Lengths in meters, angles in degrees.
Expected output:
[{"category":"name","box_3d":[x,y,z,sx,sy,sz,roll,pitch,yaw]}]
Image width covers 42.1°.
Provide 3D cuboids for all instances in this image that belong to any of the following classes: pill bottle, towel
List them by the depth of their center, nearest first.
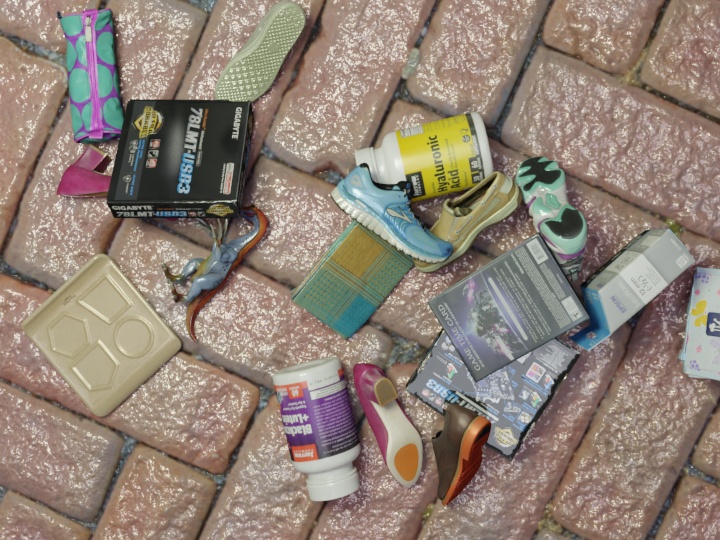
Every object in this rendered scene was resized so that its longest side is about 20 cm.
[{"category":"pill bottle","box_3d":[0.096,-0.164,1.422,0.197,0.111,0.113,-13,92,4]},{"category":"towel","box_3d":[0.000,0.000,1.441,0.200,0.022,0.146,-50,129,2]},{"category":"pill bottle","box_3d":[-0.062,0.245,1.446,0.110,0.111,0.203,-13,91,4]}]

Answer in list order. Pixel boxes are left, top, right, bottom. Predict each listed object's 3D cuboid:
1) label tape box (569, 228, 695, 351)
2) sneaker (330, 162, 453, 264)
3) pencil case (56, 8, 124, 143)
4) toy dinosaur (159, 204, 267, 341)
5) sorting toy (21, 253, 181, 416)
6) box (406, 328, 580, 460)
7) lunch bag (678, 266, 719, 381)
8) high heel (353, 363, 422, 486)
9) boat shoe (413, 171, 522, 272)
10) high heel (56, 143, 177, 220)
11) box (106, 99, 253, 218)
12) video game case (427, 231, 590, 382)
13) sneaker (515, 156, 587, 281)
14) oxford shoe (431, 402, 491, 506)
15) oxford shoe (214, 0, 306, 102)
[{"category":"label tape box","box_3d":[0.385,0.026,1.396,0.199,0.143,0.066,-40,90,4]},{"category":"sneaker","box_3d":[0.058,-0.082,1.355,0.199,0.078,0.090,33,96,-14]},{"category":"pencil case","box_3d":[-0.416,-0.301,1.454,0.084,0.092,0.203,-7,94,-13]},{"category":"toy dinosaur","box_3d":[-0.223,-0.020,1.482,0.180,0.105,0.202,-22,130,-10]},{"category":"sorting toy","box_3d":[-0.413,0.104,1.502,0.185,0.036,0.200,-41,94,4]},{"category":"box","box_3d":[0.203,0.155,1.451,0.199,0.050,0.200,33,96,3]},{"category":"lunch bag","box_3d":[0.589,0.090,1.400,0.197,0.127,0.172,10,91,9]},{"category":"high heel","box_3d":[0.038,0.242,1.477,0.067,0.096,0.202,-29,112,-16]},{"category":"boat shoe","box_3d":[0.145,-0.079,1.408,0.200,0.072,0.076,-42,131,17]},{"category":"high heel","box_3d":[-0.380,-0.110,1.467,0.199,0.067,0.096,34,84,6]},{"category":"box","box_3d":[-0.270,-0.172,1.424,0.195,0.050,0.202,0,59,5]},{"category":"video game case","box_3d":[0.216,0.057,1.381,0.199,0.019,0.144,-33,88,22]},{"category":"sneaker","box_3d":[0.289,-0.068,1.428,0.077,0.202,0.141,-13,137,3]},{"category":"oxford shoe","box_3d":[0.144,0.280,1.433,0.072,0.071,0.202,34,132,25]},{"category":"oxford shoe","box_3d":[-0.156,-0.336,1.459,0.075,0.058,0.200,31,109,-29]}]
